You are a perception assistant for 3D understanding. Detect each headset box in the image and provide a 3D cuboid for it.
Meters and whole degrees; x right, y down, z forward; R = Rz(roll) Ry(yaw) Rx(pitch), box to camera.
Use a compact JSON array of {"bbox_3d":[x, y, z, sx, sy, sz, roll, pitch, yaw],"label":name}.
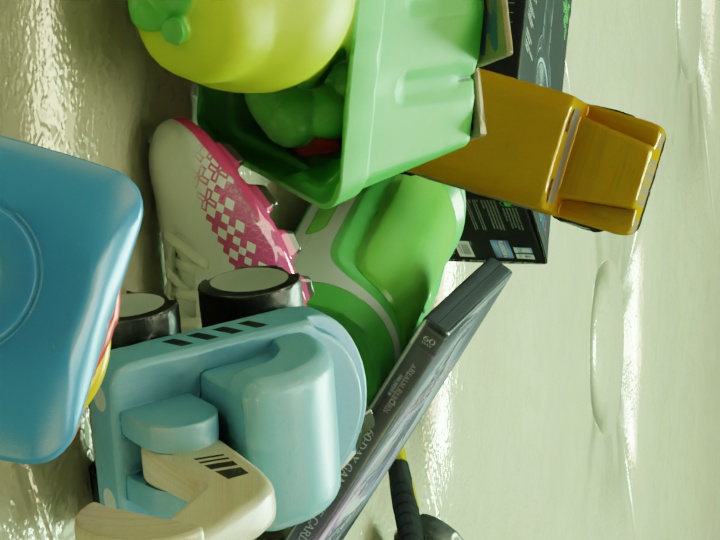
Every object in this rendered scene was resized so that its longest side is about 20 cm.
[{"bbox_3d":[0.069,-0.127,1.820,0.174,0.093,0.200,64,30,-66],"label":"headset box"}]

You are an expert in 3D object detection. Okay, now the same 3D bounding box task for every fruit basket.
[{"bbox_3d":[-0.040,-0.135,1.386,0.216,0.155,0.216,-13,115,-31],"label":"fruit basket"}]

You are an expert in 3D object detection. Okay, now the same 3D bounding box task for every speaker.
[{"bbox_3d":[0.000,0.000,1.615,0.200,0.088,0.088,-63,150,-57],"label":"speaker"}]

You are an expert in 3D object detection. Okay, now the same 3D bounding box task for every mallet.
[{"bbox_3d":[0.017,0.098,1.672,0.066,0.041,0.200,65,12,-53],"label":"mallet"}]

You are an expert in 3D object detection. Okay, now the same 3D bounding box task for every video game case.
[{"bbox_3d":[0.008,0.092,1.572,0.200,0.019,0.143,-57,173,19],"label":"video game case"}]

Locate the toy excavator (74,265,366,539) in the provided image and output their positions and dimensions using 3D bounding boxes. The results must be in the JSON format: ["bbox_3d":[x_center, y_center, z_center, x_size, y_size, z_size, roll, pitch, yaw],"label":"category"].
[{"bbox_3d":[-0.062,0.078,1.268,0.194,0.200,0.100,-14,109,-30],"label":"toy excavator"}]

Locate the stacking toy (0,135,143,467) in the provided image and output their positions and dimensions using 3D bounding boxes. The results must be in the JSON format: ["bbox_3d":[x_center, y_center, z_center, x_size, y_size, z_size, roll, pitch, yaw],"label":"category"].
[{"bbox_3d":[-0.136,0.032,1.140,0.200,0.110,0.116,78,27,-72],"label":"stacking toy"}]

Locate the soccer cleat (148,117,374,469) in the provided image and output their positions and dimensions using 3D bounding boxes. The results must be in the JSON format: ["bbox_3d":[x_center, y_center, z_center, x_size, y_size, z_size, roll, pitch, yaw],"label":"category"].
[{"bbox_3d":[-0.064,0.026,1.423,0.070,0.086,0.200,24,-36,60],"label":"soccer cleat"}]

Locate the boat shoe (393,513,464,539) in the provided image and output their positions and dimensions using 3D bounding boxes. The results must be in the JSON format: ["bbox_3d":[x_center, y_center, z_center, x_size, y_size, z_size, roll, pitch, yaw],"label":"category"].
[{"bbox_3d":[0.063,0.216,1.866,0.200,0.076,0.060,65,35,-58],"label":"boat shoe"}]

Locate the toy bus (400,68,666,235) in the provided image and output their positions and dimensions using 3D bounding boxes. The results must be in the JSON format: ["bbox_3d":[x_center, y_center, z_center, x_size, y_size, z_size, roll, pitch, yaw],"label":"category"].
[{"bbox_3d":[0.055,-0.075,1.577,0.078,0.200,0.065,17,91,-76],"label":"toy bus"}]

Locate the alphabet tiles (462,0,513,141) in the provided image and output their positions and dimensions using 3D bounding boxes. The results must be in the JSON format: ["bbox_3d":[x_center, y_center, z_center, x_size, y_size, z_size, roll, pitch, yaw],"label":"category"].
[{"bbox_3d":[0.026,-0.156,1.482,0.166,0.006,0.200,-15,-101,62],"label":"alphabet tiles"}]
